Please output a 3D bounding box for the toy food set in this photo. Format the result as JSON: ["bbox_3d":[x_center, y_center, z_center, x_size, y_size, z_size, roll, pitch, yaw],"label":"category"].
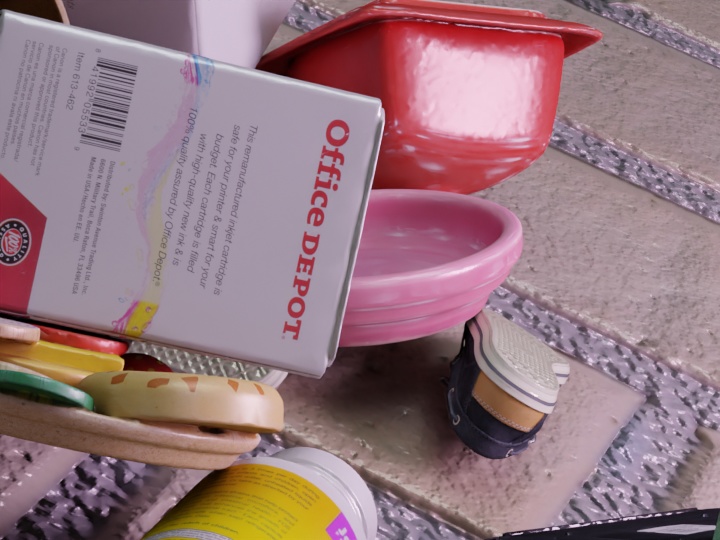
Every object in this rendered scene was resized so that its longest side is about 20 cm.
[{"bbox_3d":[-0.142,0.055,1.345,0.197,0.049,0.200,12,1,-13],"label":"toy food set"}]

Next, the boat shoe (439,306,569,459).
[{"bbox_3d":[0.084,0.068,1.673,0.074,0.062,0.200,33,10,-2],"label":"boat shoe"}]

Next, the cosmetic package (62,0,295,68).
[{"bbox_3d":[-0.161,-0.215,1.839,0.199,0.167,0.168,17,53,14],"label":"cosmetic package"}]

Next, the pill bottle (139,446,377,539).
[{"bbox_3d":[-0.058,0.155,1.337,0.104,0.105,0.200,26,26,11],"label":"pill bottle"}]

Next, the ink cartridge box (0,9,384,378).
[{"bbox_3d":[-0.103,-0.036,1.406,0.199,0.146,0.083,13,-1,-12],"label":"ink cartridge box"}]

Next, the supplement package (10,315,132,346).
[{"bbox_3d":[-0.208,-0.022,1.488,0.200,0.114,0.110,31,1,-11],"label":"supplement package"}]

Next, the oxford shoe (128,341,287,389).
[{"bbox_3d":[-0.129,0.033,1.595,0.199,0.075,0.058,20,-21,17],"label":"oxford shoe"}]

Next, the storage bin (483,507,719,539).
[{"bbox_3d":[0.172,0.175,1.418,0.200,0.094,0.135,-2,-1,-41],"label":"storage bin"}]

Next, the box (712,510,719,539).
[{"bbox_3d":[0.212,0.202,1.329,0.144,0.201,0.036,34,-29,-32],"label":"box"}]

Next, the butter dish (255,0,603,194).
[{"bbox_3d":[0.043,-0.096,1.892,0.199,0.148,0.200,2,-11,-29],"label":"butter dish"}]

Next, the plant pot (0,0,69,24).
[{"bbox_3d":[-0.306,-0.135,1.676,0.186,0.187,0.200,-4,20,-42],"label":"plant pot"}]

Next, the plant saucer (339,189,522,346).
[{"bbox_3d":[0.000,0.000,1.694,0.200,0.051,0.201,-4,16,1],"label":"plant saucer"}]
